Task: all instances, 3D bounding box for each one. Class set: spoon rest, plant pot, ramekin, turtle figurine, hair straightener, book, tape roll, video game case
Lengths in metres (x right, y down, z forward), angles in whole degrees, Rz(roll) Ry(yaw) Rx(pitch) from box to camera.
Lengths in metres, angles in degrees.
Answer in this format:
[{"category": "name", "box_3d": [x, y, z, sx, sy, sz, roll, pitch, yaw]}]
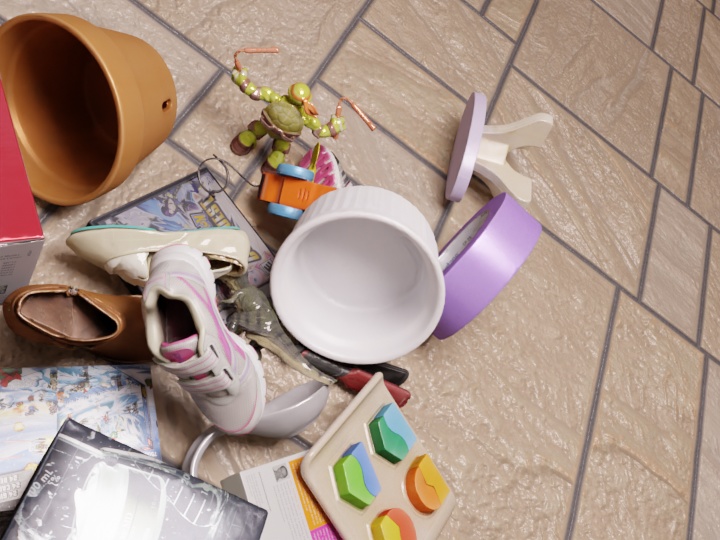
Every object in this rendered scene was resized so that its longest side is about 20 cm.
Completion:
[{"category": "spoon rest", "box_3d": [-0.112, 0.169, 0.889, 0.199, 0.099, 0.061, -37, 101, -34]}, {"category": "plant pot", "box_3d": [-0.301, -0.187, 0.929, 0.200, 0.200, 0.140, 48, 31, 2]}, {"category": "ramekin", "box_3d": [0.000, 0.000, 0.968, 0.199, 0.201, 0.098, 31, 30, -13]}, {"category": "turtle figurine", "box_3d": [-0.093, -0.186, 1.067, 0.198, 0.161, 0.065, 24, 50, -18]}, {"category": "hair straightener", "box_3d": [-0.029, 0.105, 1.022, 0.198, 0.041, 0.077, 20, 39, -15]}, {"category": "book", "box_3d": [-0.044, 0.256, 0.867, 0.199, 0.048, 0.135, -2, 68, -54]}, {"category": "tape roll", "box_3d": [0.144, -0.006, 1.085, 0.066, 0.200, 0.201, 40, 48, -4]}, {"category": "video game case", "box_3d": [-0.193, -0.011, 0.985, 0.180, 0.025, 0.201, -34, 84, -41]}]

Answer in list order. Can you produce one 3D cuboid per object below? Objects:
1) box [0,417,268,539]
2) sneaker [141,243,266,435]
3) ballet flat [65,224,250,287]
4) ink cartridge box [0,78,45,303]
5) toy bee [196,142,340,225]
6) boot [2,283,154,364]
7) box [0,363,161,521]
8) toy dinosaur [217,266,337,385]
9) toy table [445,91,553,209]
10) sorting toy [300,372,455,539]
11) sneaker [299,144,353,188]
[{"category": "box", "box_3d": [-0.209, 0.266, 0.688, 0.195, 0.124, 0.201, 28, 51, -13]}, {"category": "sneaker", "box_3d": [-0.160, 0.080, 0.804, 0.202, 0.081, 0.088, 64, 16, -13]}, {"category": "ballet flat", "box_3d": [-0.215, -0.014, 0.903, 0.198, 0.070, 0.070, -3, 63, -19]}, {"category": "ink cartridge box", "box_3d": [-0.379, -0.091, 0.814, 0.083, 0.176, 0.202, -9, 68, -36]}, {"category": "toy bee", "box_3d": [-0.086, -0.105, 1.049, 0.199, 0.132, 0.109, 35, 4, 4]}, {"category": "boot", "box_3d": [-0.247, 0.054, 0.818, 0.198, 0.154, 0.075, 6, 82, -24]}, {"category": "box", "box_3d": [-0.296, 0.163, 0.802, 0.198, 0.040, 0.138, 3, 60, -32]}, {"category": "toy dinosaur", "box_3d": [-0.120, 0.072, 0.917, 0.088, 0.048, 0.200, -37, 67, -11]}, {"category": "toy table", "box_3d": [0.204, -0.174, 1.261, 0.116, 0.184, 0.202, 16, 62, -3]}, {"category": "sorting toy", "box_3d": [0.032, 0.237, 0.913, 0.201, 0.036, 0.185, 61, 36, -9]}, {"category": "sneaker", "box_3d": [-0.021, -0.081, 1.113, 0.087, 0.074, 0.201, 19, 37, -50]}]
